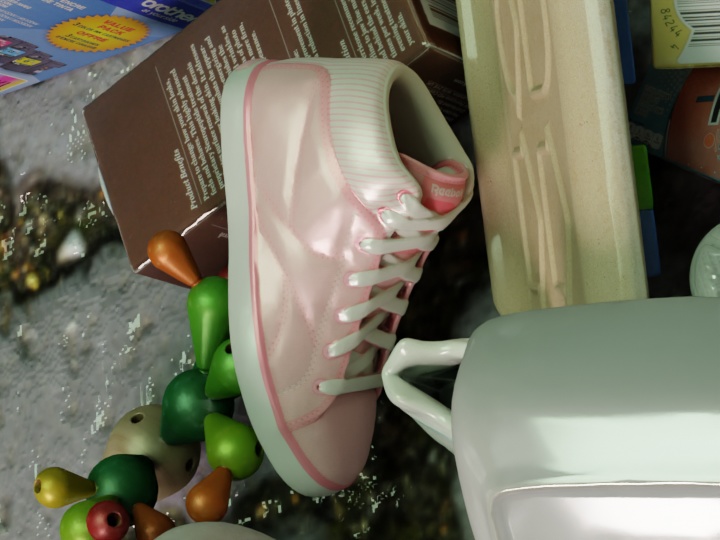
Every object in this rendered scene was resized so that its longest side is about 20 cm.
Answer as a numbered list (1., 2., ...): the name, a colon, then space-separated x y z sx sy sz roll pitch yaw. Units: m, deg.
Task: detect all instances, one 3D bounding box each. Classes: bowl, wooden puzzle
1. bowl: 0.132 0.114 1.121 0.199 0.075 0.200 -2 121 27
2. wooden puzzle: 0.089 -0.065 1.230 0.200 0.046 0.186 180 82 -80

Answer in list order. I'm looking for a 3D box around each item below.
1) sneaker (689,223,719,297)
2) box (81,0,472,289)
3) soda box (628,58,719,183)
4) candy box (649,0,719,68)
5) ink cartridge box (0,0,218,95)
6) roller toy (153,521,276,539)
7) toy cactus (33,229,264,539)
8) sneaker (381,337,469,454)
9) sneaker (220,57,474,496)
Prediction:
1. sneaker: 0.221 0.051 1.162 0.200 0.082 0.077 40 77 19
2. box: -0.034 -0.083 1.397 0.200 0.075 0.100 -34 59 26
3. soda box: 0.205 -0.045 1.190 0.200 0.068 0.064 26 95 42
4. candy box: 0.139 -0.197 1.172 0.056 0.201 0.117 -4 31 7
5. ink cartridge box: -0.164 -0.161 1.482 0.199 0.136 0.077 -18 69 35
6. roller toy: -0.073 0.219 1.273 0.140 0.182 0.200 -35 82 25
7. toy cactus: -0.094 0.070 1.371 0.165 0.102 0.200 -46 14 55
8. sneaker: 0.093 0.068 1.247 0.200 0.080 0.071 8 81 39
9. sneaker: 0.000 0.000 1.294 0.104 0.075 0.201 -6 90 30
